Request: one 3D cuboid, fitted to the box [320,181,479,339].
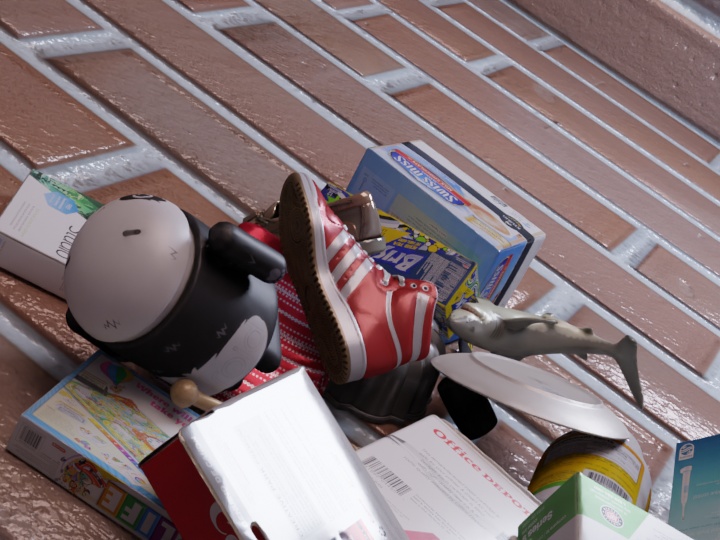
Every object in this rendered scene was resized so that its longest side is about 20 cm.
[{"bbox_3d":[0.029,-0.012,1.520,0.199,0.070,0.064,31,66,24],"label":"box"}]

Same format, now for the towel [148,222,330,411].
[{"bbox_3d":[-0.085,0.055,1.269,0.143,0.023,0.201,31,48,-3],"label":"towel"}]

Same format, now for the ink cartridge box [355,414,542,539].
[{"bbox_3d":[0.049,0.209,1.152,0.145,0.085,0.199,40,26,20],"label":"ink cartridge box"}]

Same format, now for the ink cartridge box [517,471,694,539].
[{"bbox_3d":[0.193,0.275,1.060,0.144,0.088,0.201,31,34,-17],"label":"ink cartridge box"}]

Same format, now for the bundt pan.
[{"bbox_3d":[-0.001,0.057,1.406,0.200,0.076,0.203,25,24,-12],"label":"bundt pan"}]

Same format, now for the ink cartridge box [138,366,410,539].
[{"bbox_3d":[-0.055,0.188,0.985,0.201,0.084,0.175,58,27,7],"label":"ink cartridge box"}]

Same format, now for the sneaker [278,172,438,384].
[{"bbox_3d":[0.000,0.000,1.289,0.111,0.071,0.203,-8,69,-27],"label":"sneaker"}]

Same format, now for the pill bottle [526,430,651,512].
[{"bbox_3d":[0.207,0.212,1.303,0.110,0.112,0.200,33,23,6],"label":"pill bottle"}]

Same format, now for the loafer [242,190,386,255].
[{"bbox_3d":[-0.062,-0.044,1.419,0.198,0.064,0.072,-1,9,34],"label":"loafer"}]

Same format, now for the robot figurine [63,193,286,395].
[{"bbox_3d":[-0.145,0.021,1.140,0.124,0.151,0.199,33,-3,46],"label":"robot figurine"}]

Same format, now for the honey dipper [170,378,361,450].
[{"bbox_3d":[-0.076,0.131,1.168,0.199,0.038,0.038,29,20,-34],"label":"honey dipper"}]

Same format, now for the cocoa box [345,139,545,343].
[{"bbox_3d":[0.080,-0.036,1.615,0.199,0.134,0.131,39,25,20],"label":"cocoa box"}]

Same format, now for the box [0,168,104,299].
[{"bbox_3d":[-0.234,-0.011,1.308,0.198,0.037,0.145,28,23,-11],"label":"box"}]

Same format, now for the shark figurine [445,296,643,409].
[{"bbox_3d":[0.181,0.085,1.459,0.211,0.091,0.128,13,6,-4],"label":"shark figurine"}]

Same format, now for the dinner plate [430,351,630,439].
[{"bbox_3d":[0.161,0.110,1.335,0.197,0.025,0.200,19,7,-2],"label":"dinner plate"}]

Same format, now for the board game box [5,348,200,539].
[{"bbox_3d":[-0.152,0.150,1.088,0.199,0.034,0.135,33,23,4],"label":"board game box"}]

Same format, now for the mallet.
[{"bbox_3d":[0.104,0.101,1.474,0.066,0.041,0.201,58,11,-19],"label":"mallet"}]

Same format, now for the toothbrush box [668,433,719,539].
[{"bbox_3d":[0.332,0.262,1.237,0.147,0.084,0.201,52,39,-28],"label":"toothbrush box"}]
